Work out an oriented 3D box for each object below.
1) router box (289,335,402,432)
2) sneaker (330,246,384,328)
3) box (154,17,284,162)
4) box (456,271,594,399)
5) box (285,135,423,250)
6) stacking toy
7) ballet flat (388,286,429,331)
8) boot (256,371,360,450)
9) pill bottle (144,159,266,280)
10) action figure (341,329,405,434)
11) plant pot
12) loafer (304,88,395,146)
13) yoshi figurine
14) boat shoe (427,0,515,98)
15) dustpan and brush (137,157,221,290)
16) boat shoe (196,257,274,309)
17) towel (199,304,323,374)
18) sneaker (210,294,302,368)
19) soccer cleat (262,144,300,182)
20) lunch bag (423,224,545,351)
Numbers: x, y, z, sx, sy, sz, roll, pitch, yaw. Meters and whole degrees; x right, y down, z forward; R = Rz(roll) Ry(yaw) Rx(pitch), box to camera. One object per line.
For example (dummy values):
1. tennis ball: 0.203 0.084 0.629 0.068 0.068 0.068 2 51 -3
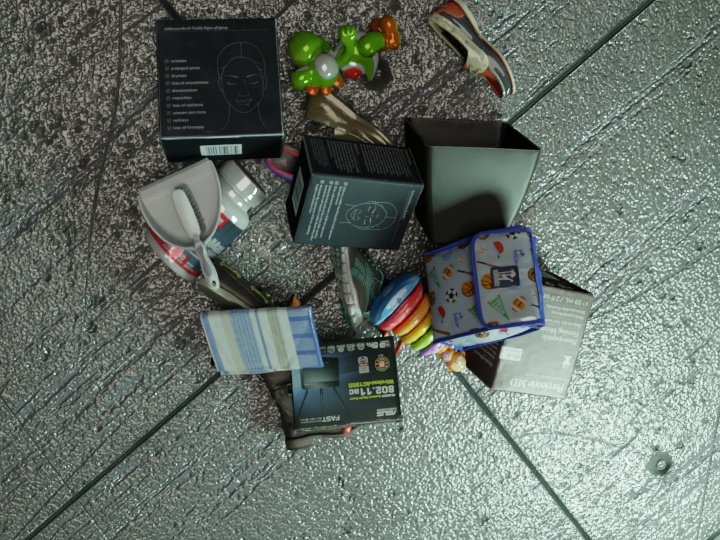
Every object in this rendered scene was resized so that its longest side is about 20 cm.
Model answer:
1. router box: -0.029 0.204 1.474 0.195 0.062 0.153 -5 76 -4
2. sneaker: 0.000 0.000 1.507 0.090 0.078 0.204 -15 111 -16
3. box: -0.227 -0.292 1.339 0.195 0.124 0.201 -3 80 -8
4. box: 0.299 0.105 1.513 0.163 0.164 0.204 9 101 -19
5. box: -0.014 -0.129 1.393 0.196 0.108 0.150 4 133 -19
6. stacking toy: 0.116 0.108 1.461 0.116 0.110 0.200 -44 98 -1
7. ballet flat: 0.133 0.065 1.540 0.198 0.071 0.066 -36 123 4
8. boot: -0.084 0.230 1.543 0.196 0.069 0.178 -17 97 -12
9. pill bottle: -0.262 -0.092 1.412 0.200 0.120 0.120 -45 105 3
10. action figure: 0.016 0.213 1.531 0.065 0.052 0.202 31 73 -7
11. plant pot: 0.180 -0.154 1.439 0.195 0.200 0.181 2 112 -9
12. loafer: -0.016 -0.244 1.445 0.199 0.076 0.068 37 96 -5
13. yoshi figurine: -0.040 -0.380 1.385 0.197 0.113 0.113 -28 147 -10
14. boat shoe: 0.197 -0.381 1.443 0.062 0.071 0.201 -40 100 -14
15. dustpan and brush: -0.267 -0.064 1.323 0.137 0.057 0.203 -23 93 1
16. boat shoe: -0.187 0.055 1.424 0.200 0.071 0.061 37 65 -23
17. towel: -0.168 0.118 1.405 0.195 0.024 0.149 -5 129 8
18. sneaker: -0.189 0.112 1.504 0.197 0.070 0.092 -21 90 -4
19. soccer cleat: -0.080 -0.168 1.447 0.197 0.073 0.069 22 99 -13
20. lunch bag: 0.211 0.030 1.379 0.123 0.198 0.174 12 68 -47
